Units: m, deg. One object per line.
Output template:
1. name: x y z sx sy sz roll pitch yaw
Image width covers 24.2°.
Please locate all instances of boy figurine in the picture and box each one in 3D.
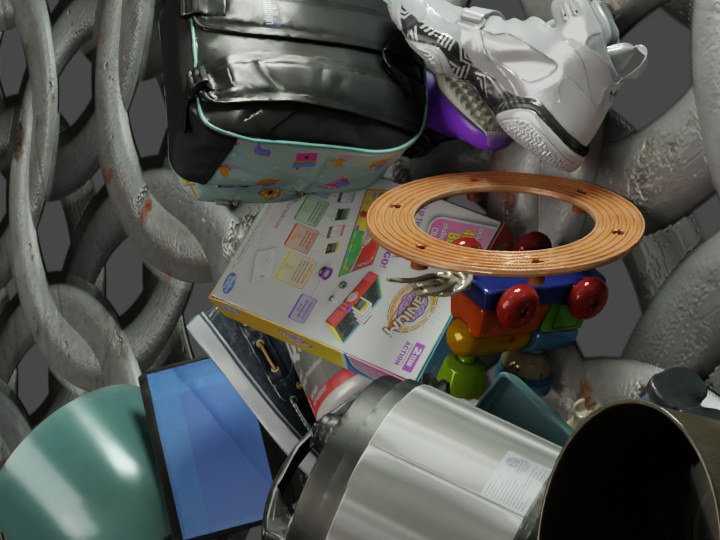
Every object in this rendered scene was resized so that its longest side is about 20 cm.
1. boy figurine: 0.181 0.152 1.206 0.200 0.064 0.124 -51 60 36

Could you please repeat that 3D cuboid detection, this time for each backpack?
1. backpack: -0.054 -0.140 1.313 0.153 0.199 0.176 121 145 -57

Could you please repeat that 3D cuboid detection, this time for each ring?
1. ring: 0.103 -0.031 1.208 0.200 0.200 0.019 29 126 49

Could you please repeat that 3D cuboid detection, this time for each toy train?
1. toy train: 0.081 0.044 1.232 0.085 0.200 0.116 42 126 42

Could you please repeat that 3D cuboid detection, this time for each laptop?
1. laptop: -0.099 0.134 1.542 0.200 0.103 0.178 -38 60 45

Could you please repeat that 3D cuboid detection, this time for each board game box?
1. board game box: 0.000 0.000 1.347 0.200 0.040 0.153 23 73 26

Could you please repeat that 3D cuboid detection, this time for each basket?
1. basket: 0.225 0.165 1.029 0.136 0.200 0.181 14 99 48

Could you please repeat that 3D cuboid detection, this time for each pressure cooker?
1. pressure cooker: 0.040 0.165 1.121 0.200 0.176 0.179 24 98 17

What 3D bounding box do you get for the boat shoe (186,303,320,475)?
1. boat shoe: -0.063 0.094 1.486 0.200 0.091 0.071 50 174 17

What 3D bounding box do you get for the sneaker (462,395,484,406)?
1. sneaker: 0.086 0.131 1.298 0.200 0.074 0.087 136 135 -63

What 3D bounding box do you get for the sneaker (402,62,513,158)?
1. sneaker: 0.063 -0.130 1.376 0.200 0.069 0.100 48 132 47

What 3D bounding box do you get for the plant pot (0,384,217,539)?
1. plant pot: -0.236 0.240 1.652 0.161 0.200 0.201 44 123 27

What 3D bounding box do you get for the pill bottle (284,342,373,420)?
1. pill bottle: -0.015 0.034 1.425 0.114 0.114 0.200 -52 50 38

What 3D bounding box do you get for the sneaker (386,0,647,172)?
1. sneaker: 0.118 -0.176 1.256 0.200 0.075 0.115 44 105 17

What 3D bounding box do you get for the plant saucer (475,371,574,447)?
1. plant saucer: 0.157 0.157 1.167 0.200 0.019 0.070 44 128 14
